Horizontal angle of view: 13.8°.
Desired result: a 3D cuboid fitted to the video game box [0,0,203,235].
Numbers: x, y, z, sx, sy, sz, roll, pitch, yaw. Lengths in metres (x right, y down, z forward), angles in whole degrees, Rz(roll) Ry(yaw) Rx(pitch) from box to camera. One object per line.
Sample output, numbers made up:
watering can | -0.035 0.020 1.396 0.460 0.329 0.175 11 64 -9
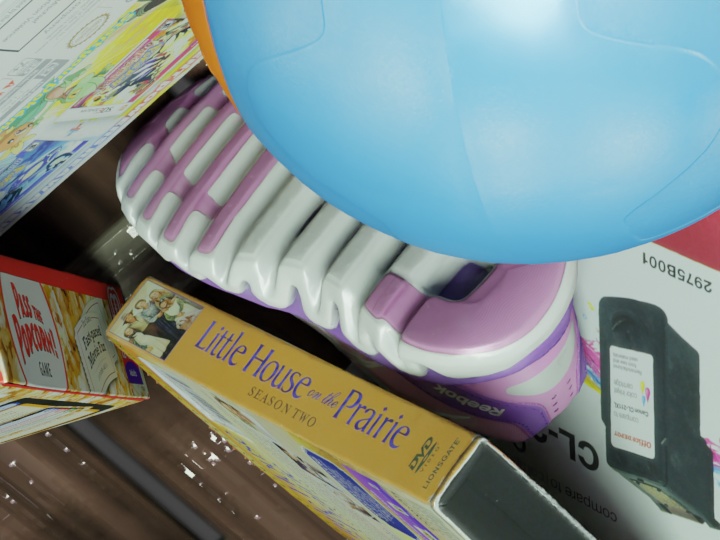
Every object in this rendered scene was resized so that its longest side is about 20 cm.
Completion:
video game box | -0.121 -0.060 0.928 0.200 0.182 0.047 -39 77 18

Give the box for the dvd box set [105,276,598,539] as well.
dvd box set | 0.016 0.075 0.997 0.146 0.200 0.029 43 78 -35

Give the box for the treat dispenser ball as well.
treat dispenser ball | 0.047 -0.102 0.831 0.200 0.201 0.201 -1 120 -2

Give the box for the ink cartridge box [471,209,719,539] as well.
ink cartridge box | 0.103 0.011 1.001 0.083 0.146 0.200 -25 124 -32

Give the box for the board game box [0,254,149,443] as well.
board game box | -0.166 0.042 0.994 0.151 0.200 0.046 -17 84 6

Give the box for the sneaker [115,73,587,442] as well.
sneaker | 0.000 0.000 0.993 0.081 0.200 0.089 -50 139 -14
